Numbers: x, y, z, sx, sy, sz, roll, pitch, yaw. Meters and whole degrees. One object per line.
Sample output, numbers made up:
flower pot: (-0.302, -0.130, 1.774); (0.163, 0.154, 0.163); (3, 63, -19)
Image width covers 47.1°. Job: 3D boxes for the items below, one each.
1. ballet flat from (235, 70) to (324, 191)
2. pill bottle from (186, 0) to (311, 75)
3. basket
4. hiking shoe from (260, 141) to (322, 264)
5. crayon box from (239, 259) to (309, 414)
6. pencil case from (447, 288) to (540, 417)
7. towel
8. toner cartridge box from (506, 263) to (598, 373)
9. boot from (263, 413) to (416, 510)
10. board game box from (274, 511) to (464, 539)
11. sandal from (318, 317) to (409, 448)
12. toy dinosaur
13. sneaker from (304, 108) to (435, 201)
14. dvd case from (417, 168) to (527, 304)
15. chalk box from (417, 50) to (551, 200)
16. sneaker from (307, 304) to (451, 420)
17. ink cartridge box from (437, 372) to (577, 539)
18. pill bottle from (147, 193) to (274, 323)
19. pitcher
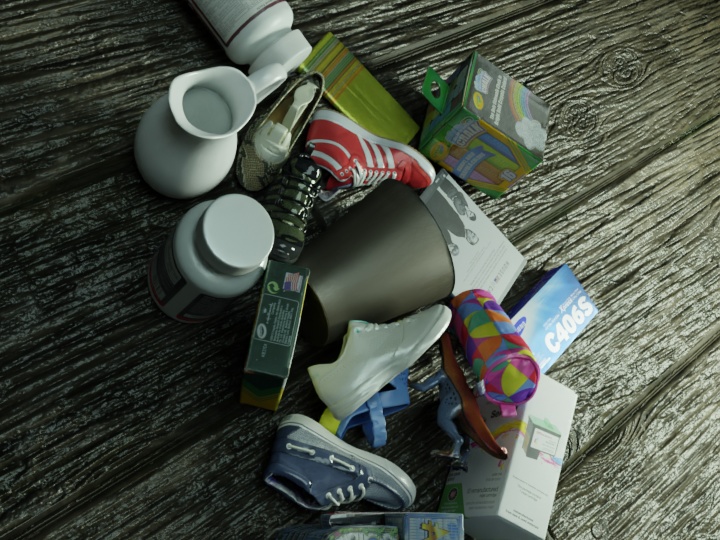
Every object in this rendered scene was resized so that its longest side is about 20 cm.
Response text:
ballet flat: (-0.105, -0.199, 1.118); (0.067, 0.075, 0.202); (36, 61, -15)
pill bottle: (-0.160, -0.353, 1.115); (0.109, 0.109, 0.201); (-41, 96, -32)
basket: (0.000, 0.000, 1.084); (0.198, 0.136, 0.183); (-29, 89, -29)
hiking shoe: (-0.091, -0.090, 1.033); (0.074, 0.102, 0.201); (19, 31, -12)
crayon box: (-0.104, 0.086, 0.969); (0.050, 0.201, 0.129); (12, 67, -5)
pencil case: (0.173, 0.102, 1.106); (0.087, 0.089, 0.201); (26, 20, -19)
towel: (-0.002, -0.254, 1.228); (0.200, 0.018, 0.086); (44, 65, -11)
toner cartridge box: (0.274, 0.085, 1.256); (0.199, 0.043, 0.096); (-40, 94, -32)
boot: (-0.026, 0.263, 1.009); (0.198, 0.073, 0.091); (30, 41, -8)
board game box: (0.023, 0.311, 0.955); (0.196, 0.199, 0.063); (9, 71, -26)
sandal: (0.030, 0.151, 1.073); (0.086, 0.080, 0.201); (33, 68, 10)
toy dinosaur: (0.134, 0.167, 1.094); (0.105, 0.197, 0.185); (35, 56, -43)
sneaker: (0.008, -0.136, 1.162); (0.197, 0.071, 0.114); (23, 61, -12)
dvd case: (0.148, -0.032, 1.234); (0.200, 0.025, 0.151); (46, 59, -10)
chalk box: (0.168, -0.226, 1.239); (0.198, 0.124, 0.126); (29, 53, -16)
sneaker: (0.024, 0.089, 1.014); (0.199, 0.075, 0.089); (-37, 83, -20)
ink cartridge box: (0.195, 0.247, 1.102); (0.083, 0.144, 0.203); (30, 63, -17)
pill bottle: (-0.171, -0.014, 0.950); (0.109, 0.199, 0.113); (9, 70, -25)
pitcher: (-0.181, -0.174, 0.995); (0.170, 0.199, 0.123); (-31, 90, -32)
